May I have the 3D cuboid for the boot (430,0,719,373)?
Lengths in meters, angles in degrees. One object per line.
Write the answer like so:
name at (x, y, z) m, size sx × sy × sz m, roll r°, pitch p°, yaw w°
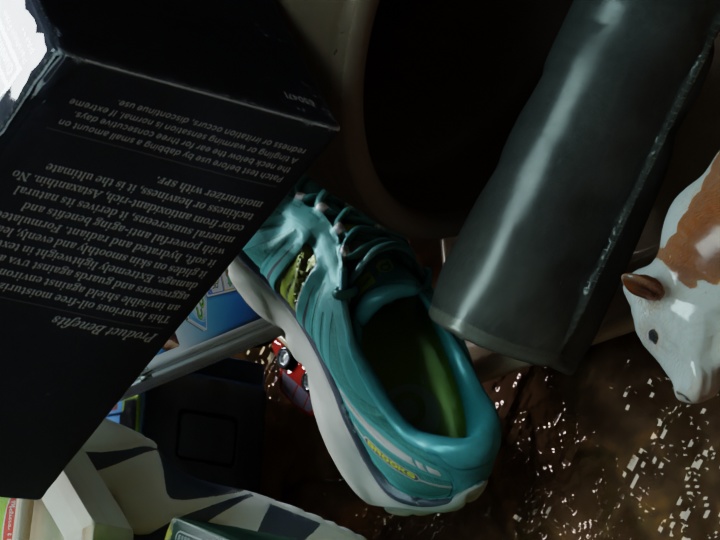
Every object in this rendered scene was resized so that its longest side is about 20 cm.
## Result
boot at (0.079, -0.067, 0.862) m, size 0.073 × 0.182 × 0.200 m, roll 37°, pitch 94°, yaw 33°

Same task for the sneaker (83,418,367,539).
sneaker at (-0.074, 0.147, 0.984) m, size 0.130 × 0.199 × 0.079 m, roll -66°, pitch 18°, yaw -11°

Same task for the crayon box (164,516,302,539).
crayon box at (-0.016, 0.207, 0.926) m, size 0.058 × 0.172 × 0.200 m, roll 13°, pitch 88°, yaw 51°

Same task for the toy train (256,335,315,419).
toy train at (-0.017, 0.042, 1.070) m, size 0.200 × 0.034 × 0.046 m, roll 41°, pitch 112°, yaw 42°

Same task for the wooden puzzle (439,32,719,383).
wooden puzzle at (0.105, -0.063, 0.991) m, size 0.185 × 0.037 × 0.200 m, roll -21°, pitch 60°, yaw 38°

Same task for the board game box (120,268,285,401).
board game box at (-0.115, -0.046, 1.033) m, size 0.126 × 0.035 × 0.200 m, roll -22°, pitch 79°, yaw 12°

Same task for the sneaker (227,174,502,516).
sneaker at (0.000, 0.000, 0.958) m, size 0.200 × 0.077 × 0.080 m, roll 59°, pitch 159°, yaw 9°

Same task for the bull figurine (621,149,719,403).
bull figurine at (0.178, -0.035, 0.858) m, size 0.121 × 0.065 × 0.200 m, roll 24°, pitch 76°, yaw 28°

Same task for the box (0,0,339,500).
box at (-0.136, -0.060, 0.855) m, size 0.198 × 0.123 × 0.200 m, roll -49°, pitch 48°, yaw 28°

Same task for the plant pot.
plant pot at (0.001, -0.138, 0.926) m, size 0.175 × 0.200 × 0.200 m, roll 32°, pitch 100°, yaw 32°

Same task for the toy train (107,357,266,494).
toy train at (-0.103, 0.126, 1.079) m, size 0.114 × 0.087 × 0.200 m, roll -12°, pitch 70°, yaw 53°

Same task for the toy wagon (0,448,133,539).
toy wagon at (-0.137, 0.128, 0.914) m, size 0.200 × 0.040 × 0.155 m, roll -3°, pitch 76°, yaw 37°
